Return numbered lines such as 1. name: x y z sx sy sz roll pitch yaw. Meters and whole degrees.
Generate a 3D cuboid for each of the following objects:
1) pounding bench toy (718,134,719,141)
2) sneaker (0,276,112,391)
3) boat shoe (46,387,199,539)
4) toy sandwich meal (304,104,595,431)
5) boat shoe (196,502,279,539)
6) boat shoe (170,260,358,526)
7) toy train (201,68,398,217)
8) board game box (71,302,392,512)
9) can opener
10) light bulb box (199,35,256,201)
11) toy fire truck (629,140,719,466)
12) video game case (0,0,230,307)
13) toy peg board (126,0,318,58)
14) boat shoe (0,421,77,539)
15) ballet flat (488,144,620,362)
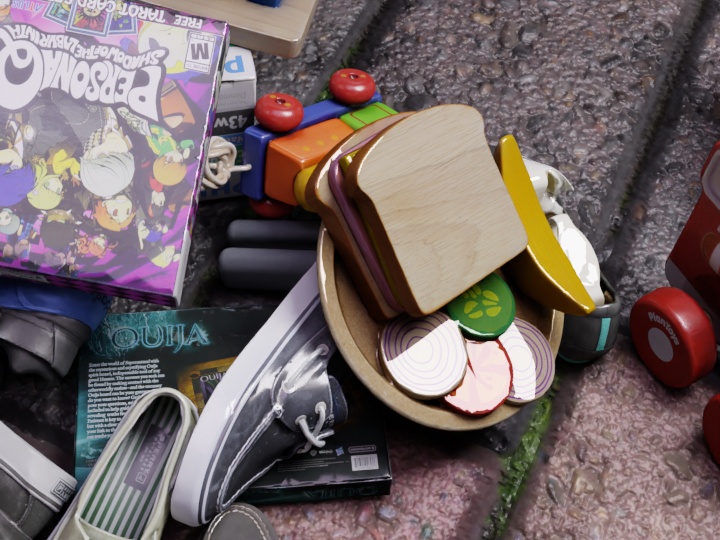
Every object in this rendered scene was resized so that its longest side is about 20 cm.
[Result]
1. pounding bench toy: 0.379 -0.113 0.859 0.197 0.157 0.125 18 56 8
2. sneaker: -0.257 0.012 0.773 0.197 0.077 0.112 18 68 20
3. boat shoe: -0.149 0.156 0.672 0.071 0.062 0.203 19 71 1
4. toy sandwich meal: 0.060 -0.005 0.727 0.202 0.070 0.209 9 72 -27
5. boat shoe: -0.073 0.219 0.661 0.066 0.057 0.203 4 56 -1
6. boat shoe: -0.040 0.078 0.720 0.067 0.072 0.201 25 51 14
7. toy train: -0.033 -0.058 0.788 0.198 0.086 0.115 -26 46 -39
8. board game box: -0.084 0.086 0.767 0.196 0.028 0.137 -3 56 -6
9. can opener: 0.000 0.000 0.817 0.196 0.067 0.053 5 49 9
10. light bulb box: -0.184 -0.158 0.864 0.195 0.126 0.202 -9 56 -11
11. toy fire truck: 0.269 0.032 0.746 0.111 0.169 0.201 -23 60 -19
12. video game case: -0.192 -0.084 0.730 0.196 0.036 0.185 11 76 -4
13. toy peg board: -0.110 -0.272 0.816 0.196 0.098 0.201 15 54 2
14. boat shoe: -0.262 0.098 0.718 0.198 0.071 0.064 31 72 25
15. ballet flat: 0.130 -0.031 0.838 0.067 0.069 0.202 -17 59 -20
